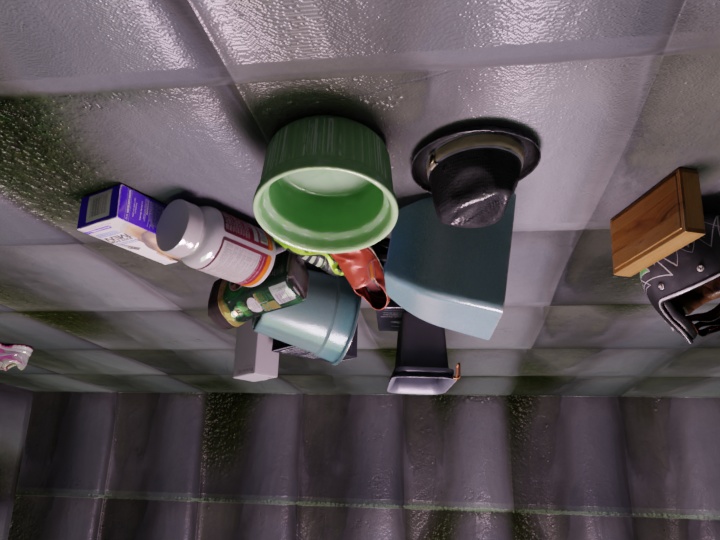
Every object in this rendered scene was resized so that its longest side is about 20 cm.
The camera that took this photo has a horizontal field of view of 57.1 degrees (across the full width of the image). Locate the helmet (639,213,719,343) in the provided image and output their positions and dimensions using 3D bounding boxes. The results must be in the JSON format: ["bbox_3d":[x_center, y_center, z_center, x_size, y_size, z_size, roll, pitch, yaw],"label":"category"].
[{"bbox_3d":[0.559,0.001,1.096,0.198,0.201,0.192,-18,116,45],"label":"helmet"}]

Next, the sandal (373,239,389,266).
[{"bbox_3d":[0.063,-0.032,1.289,0.196,0.049,0.075,-4,161,-14],"label":"sandal"}]

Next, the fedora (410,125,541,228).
[{"bbox_3d":[0.163,-0.118,0.939,0.196,0.094,0.201,1,162,0],"label":"fedora"}]

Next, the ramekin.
[{"bbox_3d":[-0.046,-0.118,0.911,0.195,0.100,0.201,1,150,1],"label":"ramekin"}]

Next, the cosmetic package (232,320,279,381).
[{"bbox_3d":[-0.253,0.164,1.635,0.070,0.205,0.100,18,155,-40],"label":"cosmetic package"}]

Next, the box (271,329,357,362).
[{"bbox_3d":[-0.107,0.135,1.620,0.198,0.151,0.103,19,155,-39],"label":"box"}]

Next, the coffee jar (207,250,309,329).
[{"bbox_3d":[-0.200,0.040,1.281,0.197,0.105,0.086,-20,128,20],"label":"coffee jar"}]

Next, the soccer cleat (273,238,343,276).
[{"bbox_3d":[-0.085,-0.042,1.254,0.080,0.069,0.199,13,171,34],"label":"soccer cleat"}]

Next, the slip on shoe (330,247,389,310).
[{"bbox_3d":[0.000,0.000,1.212,0.073,0.062,0.201,-18,132,25],"label":"slip on shoe"}]

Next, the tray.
[{"bbox_3d":[0.461,-0.069,1.045,0.036,0.101,0.200,6,161,-8],"label":"tray"}]

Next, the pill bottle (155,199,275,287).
[{"bbox_3d":[-0.251,-0.047,1.162,0.108,0.112,0.199,-12,157,36],"label":"pill bottle"}]

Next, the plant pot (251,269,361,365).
[{"bbox_3d":[-0.122,0.080,1.425,0.192,0.204,0.200,17,158,-16],"label":"plant pot"}]

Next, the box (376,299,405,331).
[{"bbox_3d":[0.106,0.057,1.418,0.144,0.107,0.200,1,162,3],"label":"box"}]

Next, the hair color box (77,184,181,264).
[{"bbox_3d":[-0.381,-0.075,1.169,0.107,0.066,0.199,-10,159,30],"label":"hair color box"}]

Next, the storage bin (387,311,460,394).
[{"bbox_3d":[0.129,0.168,1.338,0.142,0.137,0.200,2,162,0],"label":"storage bin"}]

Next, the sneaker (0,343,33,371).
[{"bbox_3d":[-1.258,0.303,2.312,0.195,0.090,0.081,7,161,-13],"label":"sneaker"}]

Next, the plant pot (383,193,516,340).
[{"bbox_3d":[0.142,-0.014,1.115,0.195,0.201,0.196,8,162,6],"label":"plant pot"}]
